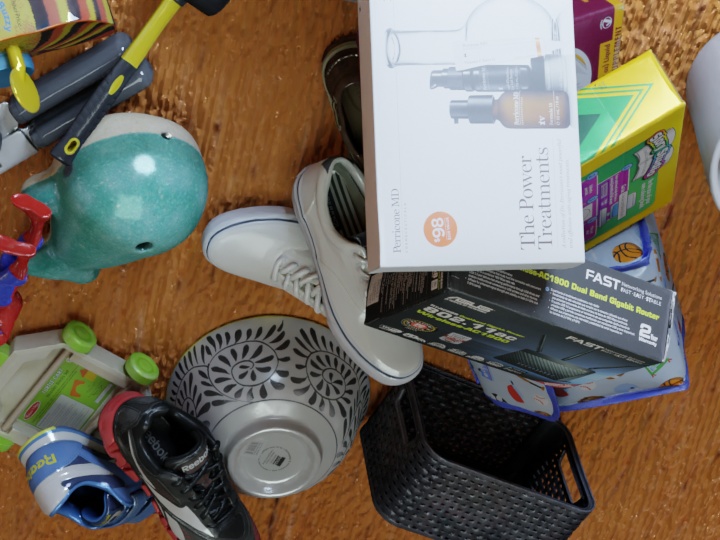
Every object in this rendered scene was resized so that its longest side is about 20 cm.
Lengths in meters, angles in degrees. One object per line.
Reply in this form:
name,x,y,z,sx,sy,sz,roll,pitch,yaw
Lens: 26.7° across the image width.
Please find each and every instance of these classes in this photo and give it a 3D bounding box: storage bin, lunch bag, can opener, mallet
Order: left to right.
can opener,-0.259,-0.117,1.224,0.199,0.067,0.053,-28,126,13
mallet,-0.168,-0.163,1.183,0.066,0.041,0.201,27,97,-30
storage bin,0.110,0.189,1.453,0.199,0.136,0.094,23,120,-24
lunch bag,0.182,0.040,1.370,0.198,0.124,0.171,-10,128,17

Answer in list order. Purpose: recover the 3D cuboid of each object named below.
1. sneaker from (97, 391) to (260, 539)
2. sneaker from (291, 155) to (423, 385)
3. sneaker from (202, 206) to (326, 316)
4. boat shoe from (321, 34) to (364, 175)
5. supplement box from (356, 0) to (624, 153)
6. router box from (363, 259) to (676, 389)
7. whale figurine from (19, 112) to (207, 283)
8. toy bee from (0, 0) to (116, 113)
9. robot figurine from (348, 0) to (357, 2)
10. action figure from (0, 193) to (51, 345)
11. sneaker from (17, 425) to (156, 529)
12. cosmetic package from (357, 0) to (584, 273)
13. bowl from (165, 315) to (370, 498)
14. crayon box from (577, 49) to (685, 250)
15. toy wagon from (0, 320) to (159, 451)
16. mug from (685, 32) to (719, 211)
sneaker,-0.152,0.191,1.364,0.201,0.071,0.098,53,149,-11
sneaker,0.000,0.000,1.262,0.073,0.071,0.201,-25,87,-24
sneaker,-0.040,-0.001,1.327,0.198,0.071,0.073,12,124,-16
boat shoe,0.022,-0.096,1.273,0.074,0.075,0.203,-26,125,12
supplement box,0.102,-0.151,1.191,0.199,0.086,0.111,-21,130,-24
router box,0.122,0.030,1.190,0.198,0.063,0.150,18,160,-20
whale figurine,-0.208,-0.039,1.259,0.158,0.104,0.200,10,138,-40
toy bee,-0.285,-0.171,1.142,0.200,0.109,0.131,-40,85,-4
robot figurine,0.002,-0.257,1.129,0.198,0.114,0.170,8,151,-14
action figure,-0.321,0.001,1.263,0.098,0.066,0.200,22,146,-6
sneaker,-0.226,0.208,1.420,0.199,0.083,0.074,16,124,-38
cosmetic package,0.077,-0.101,1.072,0.149,0.052,0.202,-2,85,-9
bowl,-0.083,0.150,1.428,0.198,0.095,0.202,-4,126,-6
crayon box,0.168,-0.071,1.209,0.172,0.059,0.200,-30,160,-3
toy wagon,-0.289,0.110,1.405,0.199,0.040,0.155,31,116,-26
mug,0.353,-0.124,1.248,0.185,0.154,0.150,19,121,-21
